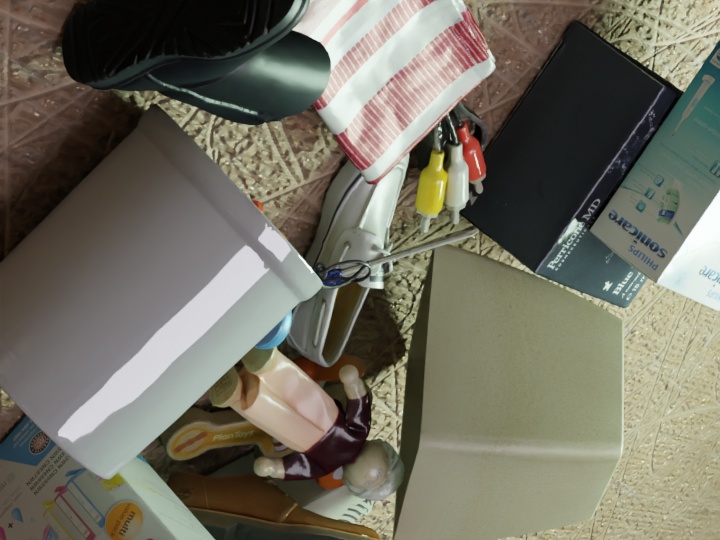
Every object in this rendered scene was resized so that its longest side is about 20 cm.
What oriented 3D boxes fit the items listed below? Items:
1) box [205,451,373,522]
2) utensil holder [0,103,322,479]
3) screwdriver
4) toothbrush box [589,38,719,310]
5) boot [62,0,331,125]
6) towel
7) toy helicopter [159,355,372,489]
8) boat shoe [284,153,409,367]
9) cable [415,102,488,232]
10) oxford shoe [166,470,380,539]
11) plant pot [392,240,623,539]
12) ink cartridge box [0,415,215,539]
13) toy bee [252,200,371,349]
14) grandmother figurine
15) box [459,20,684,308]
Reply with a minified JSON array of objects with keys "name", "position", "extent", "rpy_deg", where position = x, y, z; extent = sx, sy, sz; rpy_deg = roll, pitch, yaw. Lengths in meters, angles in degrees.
[{"name":"box","position":[-0.082,0.210,1.605],"extent":[0.199,0.082,0.069],"rpy_deg":[-24,142,-33]},{"name":"utensil holder","position":[-0.152,0.017,1.229],"extent":[0.200,0.170,0.170],"rpy_deg":[-44,148,-2]},{"name":"screwdriver","position":[0.000,0.000,1.426],"extent":[0.198,0.029,0.028],"rpy_deg":[-13,137,20]},{"name":"toothbrush box","position":[0.310,-0.079,1.556],"extent":[0.201,0.085,0.146],"rpy_deg":[-55,147,10]},{"name":"boot","position":[-0.070,-0.152,1.164],"extent":[0.199,0.077,0.167],"rpy_deg":[-15,168,36]},{"name":"towel","position":[0.019,-0.168,1.350],"extent":[0.144,0.023,0.200],"rpy_deg":[-44,138,-7]},{"name":"toy helicopter","position":[-0.076,0.123,1.530],"extent":[0.198,0.079,0.133],"rpy_deg":[-6,136,-32]},{"name":"boat shoe","position":[-0.002,-0.012,1.473],"extent":[0.071,0.070,0.201],"rpy_deg":[5,118,-54]},{"name":"cable","position":[0.076,-0.125,1.471],"extent":[0.097,0.050,0.201],"rpy_deg":[-38,147,-27]},{"name":"oxford shoe","position":[-0.071,0.206,1.516],"extent":[0.198,0.072,0.072],"rpy_deg":[14,139,-13]},{"name":"plant pot","position":[0.130,0.120,1.565],"extent":[0.201,0.175,0.202],"rpy_deg":[100,-3,-56]},{"name":"ink cartridge box","position":[-0.192,0.216,1.358],"extent":[0.129,0.200,0.125],"rpy_deg":[-47,149,-2]},{"name":"toy bee","position":[-0.087,0.006,1.379],"extent":[0.198,0.110,0.131],"rpy_deg":[-23,154,7]},{"name":"grandmother figurine","position":[-0.038,0.132,1.484],"extent":[0.121,0.061,0.200],"rpy_deg":[-38,128,20]},{"name":"box","position":[0.216,-0.089,1.621],"extent":[0.198,0.117,0.199],"rpy_deg":[-56,147,11]}]
